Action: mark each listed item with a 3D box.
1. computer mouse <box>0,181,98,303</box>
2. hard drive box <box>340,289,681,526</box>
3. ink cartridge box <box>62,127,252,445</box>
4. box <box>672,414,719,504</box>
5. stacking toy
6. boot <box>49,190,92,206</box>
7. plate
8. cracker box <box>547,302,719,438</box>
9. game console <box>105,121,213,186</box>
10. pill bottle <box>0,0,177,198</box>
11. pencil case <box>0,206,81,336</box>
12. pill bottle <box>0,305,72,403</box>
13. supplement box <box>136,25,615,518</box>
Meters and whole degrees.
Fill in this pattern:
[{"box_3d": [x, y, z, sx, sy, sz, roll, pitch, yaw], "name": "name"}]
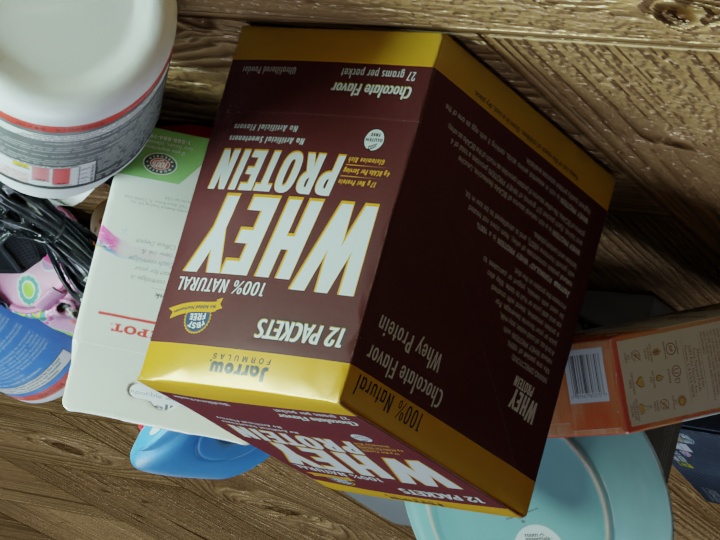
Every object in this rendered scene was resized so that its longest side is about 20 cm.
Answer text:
[{"box_3d": [-0.236, -0.034, 1.754, 0.199, 0.053, 0.139, 2, 148, 39], "name": "computer mouse"}, {"box_3d": [0.103, 0.092, 1.877, 0.199, 0.157, 0.077, 4, 161, 36], "name": "hard drive box"}, {"box_3d": [-0.098, 0.023, 1.652, 0.116, 0.201, 0.067, 12, 144, 0], "name": "ink cartridge box"}, {"box_3d": [0.288, 0.122, 1.996, 0.157, 0.051, 0.200, 8, 163, 26], "name": "box"}, {"box_3d": [-0.121, 0.026, 1.836, 0.110, 0.116, 0.200, 13, -143, -50], "name": "stacking toy"}, {"box_3d": [-0.200, -0.084, 1.716, 0.090, 0.073, 0.200, 30, 158, -16], "name": "boot"}, {"box_3d": [0.101, 0.144, 1.783, 0.199, 0.201, 0.026, 6, -162, 35], "name": "plate"}, {"box_3d": [0.187, 0.052, 1.663, 0.199, 0.058, 0.134, -9, 180, -32], "name": "cracker box"}, {"box_3d": [-0.075, -0.041, 1.824, 0.200, 0.031, 0.176, 28, 161, -36], "name": "game console"}, {"box_3d": [-0.156, -0.106, 1.495, 0.115, 0.116, 0.200, 17, 165, -3], "name": "pill bottle"}, {"box_3d": [-0.171, 0.026, 2.067, 0.087, 0.088, 0.200, 4, 162, 38], "name": "pencil case"}, {"box_3d": [-0.282, 0.013, 2.086, 0.112, 0.113, 0.200, 4, 162, 38], "name": "pill bottle"}, {"box_3d": [0.013, 0.002, 1.545, 0.132, 0.201, 0.197, 5, 162, 35], "name": "supplement box"}]
